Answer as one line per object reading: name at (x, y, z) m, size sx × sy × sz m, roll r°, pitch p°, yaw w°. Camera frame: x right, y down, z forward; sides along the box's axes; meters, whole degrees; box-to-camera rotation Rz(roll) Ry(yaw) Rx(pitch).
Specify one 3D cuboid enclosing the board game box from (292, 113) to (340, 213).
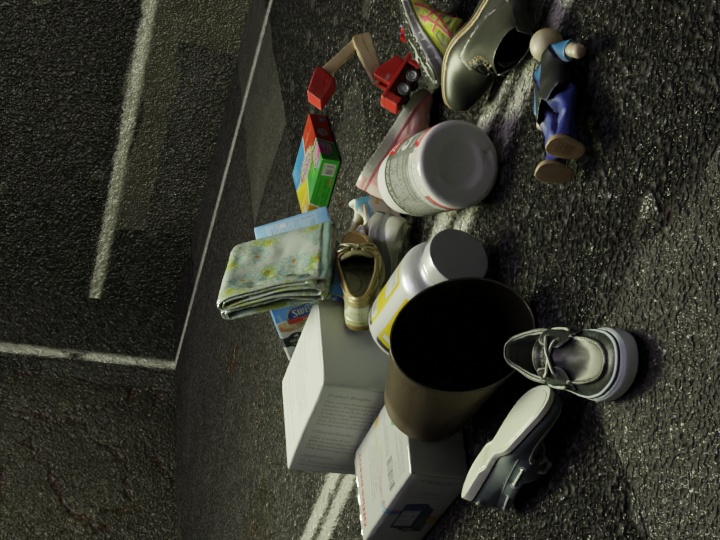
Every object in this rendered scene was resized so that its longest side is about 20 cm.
board game box at (-0.094, -0.213, 2.270) m, size 0.200 × 0.040 × 0.154 m, roll -107°, pitch 30°, yaw -54°

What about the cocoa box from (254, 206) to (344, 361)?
cocoa box at (-0.084, 0.018, 1.758) m, size 0.201 × 0.133 × 0.132 m, roll -106°, pitch 0°, yaw -48°

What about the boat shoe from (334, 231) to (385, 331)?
boat shoe at (-0.002, 0.001, 1.584) m, size 0.201 × 0.073 × 0.063 m, roll -89°, pitch -6°, yaw -50°

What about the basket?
basket at (0.102, 0.118, 1.309) m, size 0.136 × 0.179 × 0.200 m, roll 60°, pitch 158°, yaw 21°

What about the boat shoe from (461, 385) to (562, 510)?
boat shoe at (0.176, 0.197, 1.184) m, size 0.200 × 0.062 × 0.073 m, roll -61°, pitch 2°, yaw 43°

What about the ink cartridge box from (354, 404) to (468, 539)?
ink cartridge box at (0.064, 0.261, 1.462) m, size 0.200 × 0.087 × 0.146 m, roll 118°, pitch 154°, yaw -46°

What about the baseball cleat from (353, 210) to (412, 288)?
baseball cleat at (0.019, 0.008, 1.699) m, size 0.070 × 0.106 × 0.201 m, roll 12°, pitch -86°, yaw -63°

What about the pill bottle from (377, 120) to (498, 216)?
pill bottle at (0.097, -0.133, 1.479) m, size 0.200 × 0.113 × 0.115 m, roll 174°, pitch 103°, yaw -72°

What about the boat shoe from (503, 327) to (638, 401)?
boat shoe at (0.205, 0.093, 1.098) m, size 0.200 × 0.070 × 0.073 m, roll 160°, pitch 117°, yaw -71°

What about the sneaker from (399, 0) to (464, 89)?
sneaker at (0.113, -0.340, 1.568) m, size 0.078 × 0.090 × 0.201 m, roll 74°, pitch 178°, yaw -52°

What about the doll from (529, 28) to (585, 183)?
doll at (0.219, -0.198, 1.219) m, size 0.137 × 0.048 × 0.201 m, roll 106°, pitch 169°, yaw -51°

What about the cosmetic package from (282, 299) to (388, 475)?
cosmetic package at (-0.010, 0.176, 1.603) m, size 0.167 × 0.166 × 0.201 m, roll -97°, pitch 23°, yaw -45°

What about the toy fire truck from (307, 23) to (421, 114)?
toy fire truck at (0.024, -0.312, 1.648) m, size 0.201 × 0.141 × 0.049 m, roll -58°, pitch -5°, yaw -9°

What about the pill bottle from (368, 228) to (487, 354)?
pill bottle at (0.091, 0.032, 1.430) m, size 0.200 × 0.111 × 0.113 m, roll 123°, pitch 150°, yaw -54°

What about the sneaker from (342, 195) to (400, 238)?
sneaker at (0.010, -0.024, 1.774) m, size 0.077 × 0.080 × 0.201 m, roll -138°, pitch 52°, yaw -69°

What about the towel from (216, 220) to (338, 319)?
towel at (-0.121, -0.004, 1.631) m, size 0.200 × 0.170 × 0.048 m, roll -84°, pitch -18°, yaw -61°

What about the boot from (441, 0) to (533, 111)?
boot at (0.156, -0.260, 1.376) m, size 0.139 × 0.077 × 0.201 m, roll -89°, pitch 15°, yaw -49°

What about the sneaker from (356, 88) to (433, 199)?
sneaker at (0.083, -0.178, 1.645) m, size 0.201 × 0.104 × 0.075 m, roll -58°, pitch -4°, yaw -27°
